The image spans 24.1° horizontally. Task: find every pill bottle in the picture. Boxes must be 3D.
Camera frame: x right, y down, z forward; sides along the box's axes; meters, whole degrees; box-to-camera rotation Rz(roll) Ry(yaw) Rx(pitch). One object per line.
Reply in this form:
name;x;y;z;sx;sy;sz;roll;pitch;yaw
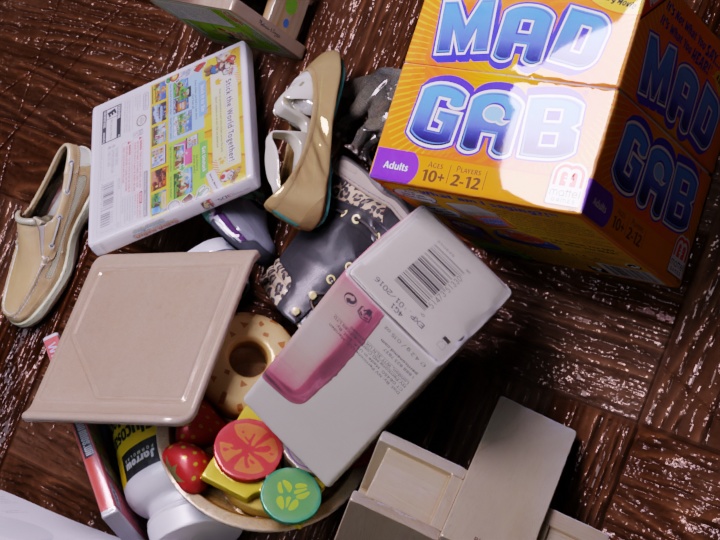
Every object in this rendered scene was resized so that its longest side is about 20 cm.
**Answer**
pill bottle;-0.172;0.159;1.562;0.112;0.112;0.201;-30;59;21

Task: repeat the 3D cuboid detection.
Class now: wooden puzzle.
wooden puzzle;-0.195;0.063;1.523;0.184;0.037;0.201;-1;50;31

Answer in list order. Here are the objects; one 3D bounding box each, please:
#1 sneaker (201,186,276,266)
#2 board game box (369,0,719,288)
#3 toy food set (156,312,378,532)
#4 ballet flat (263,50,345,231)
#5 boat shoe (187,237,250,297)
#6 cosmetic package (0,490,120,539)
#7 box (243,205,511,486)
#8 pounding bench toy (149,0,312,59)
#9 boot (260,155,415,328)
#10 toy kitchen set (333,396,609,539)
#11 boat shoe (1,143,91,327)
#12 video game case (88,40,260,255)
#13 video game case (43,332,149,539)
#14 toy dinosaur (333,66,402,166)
sneaker;-0.124;-0.093;1.647;0.088;0.074;0.200;-44;54;7
board game box;0.164;-0.123;1.381;0.199;0.200;0.201;12;81;35
toy food set;-0.080;0.140;1.490;0.197;0.049;0.200;25;54;9
ballet flat;-0.054;-0.131;1.557;0.069;0.063;0.201;-47;32;50
boat shoe;-0.190;0.052;1.644;0.199;0.072;0.068;-35;55;10
cosmetic package;-0.358;0.290;1.575;0.199;0.199;0.124;15;94;37
box;0.012;0.063;1.398;0.109;0.128;0.200;44;134;5
pounding bench toy;-0.131;-0.325;1.652;0.124;0.200;0.157;15;83;37
boot;0.000;0.000;1.527;0.151;0.073;0.200;-52;50;6
toy kitchen set;0.090;0.223;1.402;0.199;0.181;0.164;24;45;6
boat shoe;-0.336;-0.041;1.766;0.071;0.076;0.201;19;85;37
video game case;-0.184;-0.122;1.655;0.181;0.023;0.201;-22;45;16
video game case;-0.243;0.172;1.590;0.017;0.143;0.201;-24;59;-2
toy dinosaur;0.026;-0.149;1.573;0.102;0.077;0.200;-50;22;6
